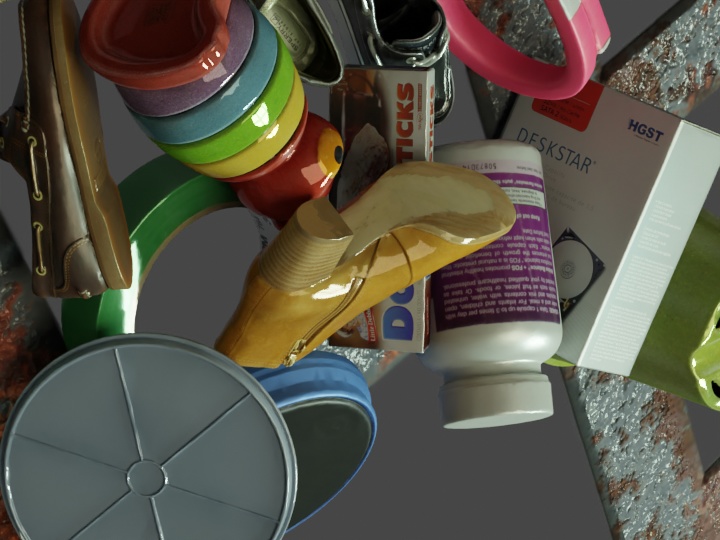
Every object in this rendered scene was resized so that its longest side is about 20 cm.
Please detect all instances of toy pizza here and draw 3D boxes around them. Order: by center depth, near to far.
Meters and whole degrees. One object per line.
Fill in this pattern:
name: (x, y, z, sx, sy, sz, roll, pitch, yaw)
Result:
toy pizza: (-0.141, 0.134, 1.310, 0.199, 0.032, 0.201, 0, 108, 1)

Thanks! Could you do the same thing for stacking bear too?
stacking bear: (-0.079, -0.106, 1.241, 0.200, 0.113, 0.122, 50, 40, -44)

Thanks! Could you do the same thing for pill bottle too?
pill bottle: (0.089, 0.012, 1.441, 0.112, 0.112, 0.201, 4, 75, -44)

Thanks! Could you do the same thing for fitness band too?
fitness band: (0.097, -0.198, 1.371, 0.037, 0.143, 0.200, -55, 140, -22)

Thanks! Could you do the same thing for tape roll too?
tape roll: (-0.112, 0.014, 1.362, 0.200, 0.048, 0.201, -21, 125, -34)

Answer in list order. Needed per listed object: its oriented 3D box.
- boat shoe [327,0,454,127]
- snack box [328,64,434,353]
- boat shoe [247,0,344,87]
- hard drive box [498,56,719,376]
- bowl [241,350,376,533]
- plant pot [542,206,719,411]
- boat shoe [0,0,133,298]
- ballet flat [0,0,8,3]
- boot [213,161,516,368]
boat shoe: (0.031, -0.170, 1.380, 0.072, 0.068, 0.200, -42, 133, -18)
snack box: (0.014, -0.044, 1.380, 0.024, 0.072, 0.201, -39, 131, -72)
boat shoe: (-0.074, -0.186, 1.277, 0.072, 0.066, 0.201, -54, 136, -6)
hard drive box: (0.170, -0.042, 1.511, 0.077, 0.156, 0.201, 14, 101, -49)
bowl: (-0.076, 0.139, 1.410, 0.200, 0.039, 0.201, -25, 149, -16)
plant pot: (0.254, 0.020, 1.602, 0.200, 0.184, 0.201, -20, 123, -34)
boat shoe: (-0.194, -0.075, 1.222, 0.070, 0.070, 0.201, -6, 107, 7)
ballet flat: (-0.248, -0.171, 1.118, 0.200, 0.075, 0.068, -19, 109, -34)
boot: (0.000, 0.001, 1.332, 0.201, 0.071, 0.144, -10, 148, -38)
